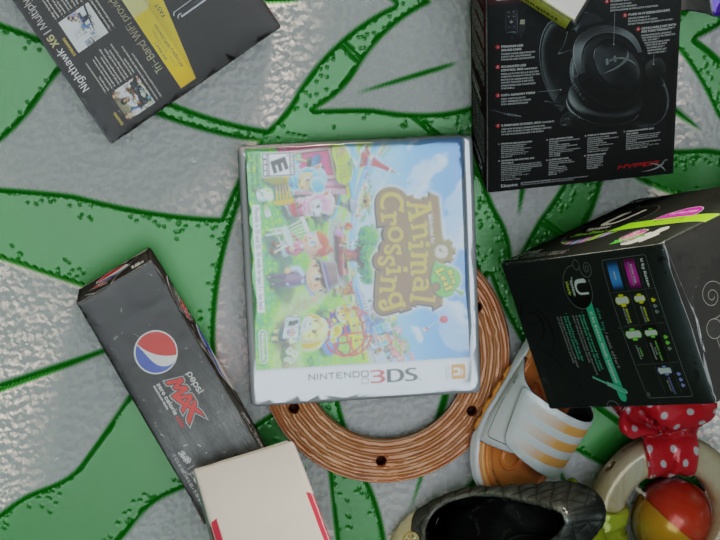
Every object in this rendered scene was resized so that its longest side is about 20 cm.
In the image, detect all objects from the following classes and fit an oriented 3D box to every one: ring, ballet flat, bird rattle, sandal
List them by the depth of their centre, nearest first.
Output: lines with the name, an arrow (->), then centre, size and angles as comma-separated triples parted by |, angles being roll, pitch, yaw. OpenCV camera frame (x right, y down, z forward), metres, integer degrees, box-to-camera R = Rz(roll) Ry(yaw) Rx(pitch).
ballet flat -> 0.098, 0.195, 1.629 | 0.199, 0.057, 0.067 | -17, 74, 37
sandal -> 0.150, 0.094, 1.652 | 0.079, 0.059, 0.208 | 18, 97, -27
ring -> 0.019, 0.067, 1.664 | 0.198, 0.019, 0.203 | -1, 99, -5
bird rattle -> 0.231, 0.176, 1.683 | 0.163, 0.112, 0.201 | 40, 80, -22

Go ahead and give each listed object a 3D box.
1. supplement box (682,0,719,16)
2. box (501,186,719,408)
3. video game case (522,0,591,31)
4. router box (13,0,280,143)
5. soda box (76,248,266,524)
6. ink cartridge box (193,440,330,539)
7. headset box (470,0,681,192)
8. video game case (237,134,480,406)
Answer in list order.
supplement box -> 0.341, -0.261, 1.602 | 0.198, 0.101, 0.104 | -12, 100, -3
box -> 0.230, 0.019, 1.561 | 0.148, 0.199, 0.125 | -24, 98, -31
video game case -> 0.126, -0.300, 1.498 | 0.180, 0.026, 0.201 | 32, 81, 1
router box -> -0.177, -0.222, 1.579 | 0.157, 0.052, 0.201 | -33, 101, 1
soda box -> -0.140, 0.088, 1.628 | 0.070, 0.063, 0.201 | -29, 102, -1
ink cartridge box -> -0.055, 0.255, 1.587 | 0.084, 0.145, 0.201 | -16, 125, -6
headset box -> 0.158, -0.167, 1.575 | 0.147, 0.077, 0.202 | -7, 123, -5
video game case -> 0.000, 0.000, 1.631 | 0.180, 0.022, 0.202 | -3, 99, -5
